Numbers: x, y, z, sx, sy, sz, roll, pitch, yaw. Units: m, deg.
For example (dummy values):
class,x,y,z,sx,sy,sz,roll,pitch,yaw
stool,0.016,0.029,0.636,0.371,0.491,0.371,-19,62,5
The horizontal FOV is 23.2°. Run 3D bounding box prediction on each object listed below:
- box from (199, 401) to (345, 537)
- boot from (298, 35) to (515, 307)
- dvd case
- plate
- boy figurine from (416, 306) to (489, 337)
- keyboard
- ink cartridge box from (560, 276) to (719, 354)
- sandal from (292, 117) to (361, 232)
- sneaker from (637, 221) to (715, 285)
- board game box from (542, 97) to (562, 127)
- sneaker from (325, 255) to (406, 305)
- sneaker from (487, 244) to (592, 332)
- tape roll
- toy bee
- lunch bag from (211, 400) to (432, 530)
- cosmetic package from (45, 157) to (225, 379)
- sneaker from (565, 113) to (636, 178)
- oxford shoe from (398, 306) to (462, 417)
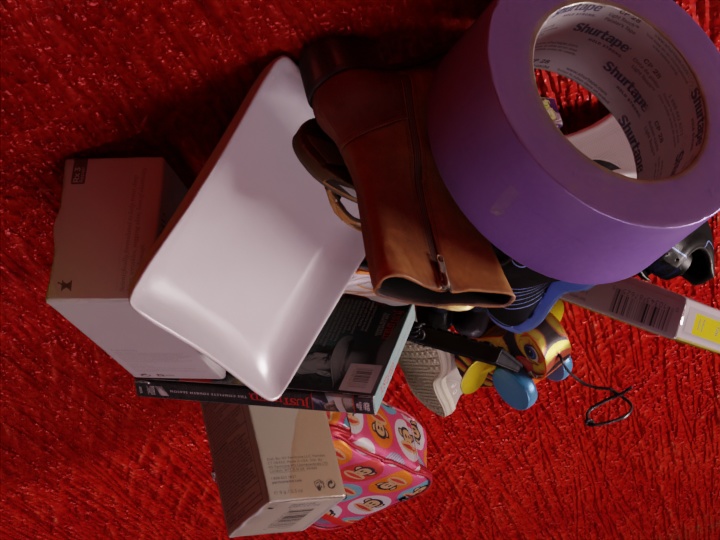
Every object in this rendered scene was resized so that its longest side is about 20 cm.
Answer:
class,x,y,z,sx,sy,sz,roll,pitch,yaw
box,-0.086,0.122,1.533,0.077,0.201,0.095,0,155,-30
boot,0.066,-0.067,1.169,0.188,0.201,0.069,5,140,-36
dvd case,-0.067,0.063,1.429,0.199,0.146,0.022,2,121,14
plate,-0.067,-0.028,1.248,0.032,0.200,0.200,25,171,37
boy figurine,0.086,0.015,1.503,0.124,0.065,0.200,6,173,3
keyboard,0.036,0.050,1.537,0.199,0.021,0.127,14,176,25
ink cartridge box,0.249,0.030,1.581,0.197,0.047,0.200,19,179,38
sandal,0.009,-0.056,1.244,0.055,0.082,0.200,-46,160,15
sneaker,0.242,-0.034,1.521,0.199,0.078,0.070,7,150,-42
board game box,0.055,-0.076,1.375,0.120,0.032,0.200,-4,155,-34
sneaker,0.000,0.000,1.378,0.199,0.076,0.092,-3,150,15
sneaker,0.119,-0.010,1.295,0.078,0.070,0.200,25,159,-7
tape roll,0.149,-0.098,1.151,0.199,0.201,0.085,-1,155,-28
toy bee,0.158,0.065,1.606,0.199,0.109,0.131,-5,-152,35
lunch bag,-0.046,0.181,1.691,0.176,0.082,0.200,-26,144,28
cosmetic package,-0.158,0.002,1.307,0.081,0.113,0.200,1,163,11
sneaker,0.184,-0.075,1.392,0.199,0.073,0.112,-14,165,-27
oxford shoe,0.072,0.078,1.723,0.058,0.075,0.200,-47,154,-15
